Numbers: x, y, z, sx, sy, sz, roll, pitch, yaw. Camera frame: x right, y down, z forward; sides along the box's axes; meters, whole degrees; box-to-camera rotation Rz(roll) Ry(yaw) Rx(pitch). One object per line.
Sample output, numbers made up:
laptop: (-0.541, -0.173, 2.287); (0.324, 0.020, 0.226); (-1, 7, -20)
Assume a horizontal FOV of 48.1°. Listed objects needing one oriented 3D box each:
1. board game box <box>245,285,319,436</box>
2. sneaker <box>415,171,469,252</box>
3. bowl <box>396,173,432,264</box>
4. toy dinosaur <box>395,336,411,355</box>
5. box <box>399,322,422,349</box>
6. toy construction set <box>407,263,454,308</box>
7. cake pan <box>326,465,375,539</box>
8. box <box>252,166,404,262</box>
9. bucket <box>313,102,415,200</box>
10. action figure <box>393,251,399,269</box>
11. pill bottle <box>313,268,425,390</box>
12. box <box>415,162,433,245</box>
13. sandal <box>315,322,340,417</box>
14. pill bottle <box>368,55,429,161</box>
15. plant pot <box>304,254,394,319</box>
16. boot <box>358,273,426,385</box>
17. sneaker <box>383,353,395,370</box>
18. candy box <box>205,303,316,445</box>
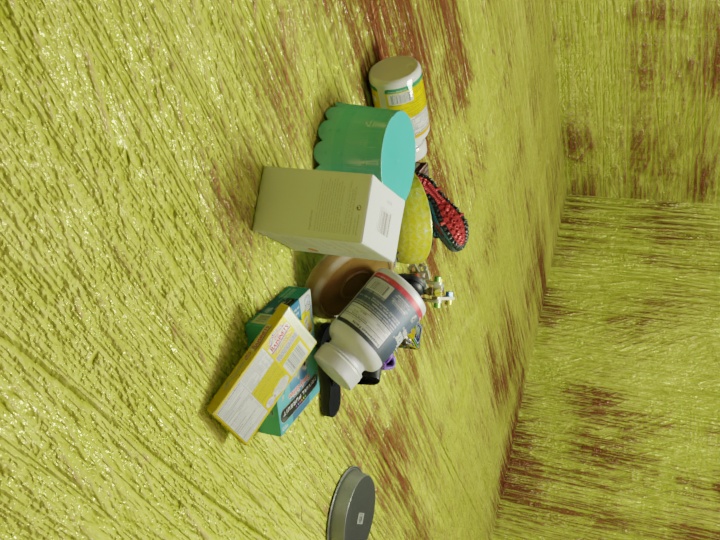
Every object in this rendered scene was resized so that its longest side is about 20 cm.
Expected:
board game box: (-0.128, 0.151, 1.369); (0.151, 0.046, 0.205); (-44, 135, -57)
sneaker: (0.150, -0.107, 1.667); (0.078, 0.202, 0.096); (-12, 147, -35)
bowl: (0.055, -0.103, 1.641); (0.105, 0.200, 0.205); (-13, 115, -19)
toy dinosaur: (0.045, 0.069, 1.690); (0.076, 0.102, 0.202); (-6, 58, -54)
box: (0.079, 0.133, 1.829); (0.200, 0.068, 0.066); (31, 65, -65)
toy construction set: (0.133, 0.044, 1.859); (0.200, 0.128, 0.094); (32, 66, -65)
cake pan: (-0.015, 0.529, 1.742); (0.199, 0.036, 0.206); (7, 90, -68)
box: (-0.049, -0.090, 1.303); (0.152, 0.196, 0.109); (25, 74, -66)
bucket: (0.014, -0.209, 1.507); (0.206, 0.132, 0.213); (7, 90, -66)
action figure: (0.000, 0.000, 1.569); (0.198, 0.130, 0.070); (-4, 59, -54)
pill bottle: (0.013, 0.107, 1.431); (0.200, 0.119, 0.120); (-48, 145, -16)
box: (0.102, -0.135, 1.783); (0.075, 0.098, 0.204); (-48, 139, -55)
sandal: (-0.051, 0.190, 1.565); (0.076, 0.042, 0.204); (-48, 138, -55)
pill bottle: (0.086, -0.330, 1.680); (0.114, 0.110, 0.203); (-61, 148, -42)
plant pot: (-0.014, 0.019, 1.477); (0.197, 0.028, 0.202); (-26, 144, -21)
boot: (0.043, 0.116, 1.544); (0.065, 0.164, 0.203); (33, 59, -24)
sneaker: (0.024, 0.166, 1.690); (0.200, 0.082, 0.083); (35, 63, -63)
candy box: (-0.151, 0.162, 1.255); (0.202, 0.026, 0.103); (-55, 135, -20)
